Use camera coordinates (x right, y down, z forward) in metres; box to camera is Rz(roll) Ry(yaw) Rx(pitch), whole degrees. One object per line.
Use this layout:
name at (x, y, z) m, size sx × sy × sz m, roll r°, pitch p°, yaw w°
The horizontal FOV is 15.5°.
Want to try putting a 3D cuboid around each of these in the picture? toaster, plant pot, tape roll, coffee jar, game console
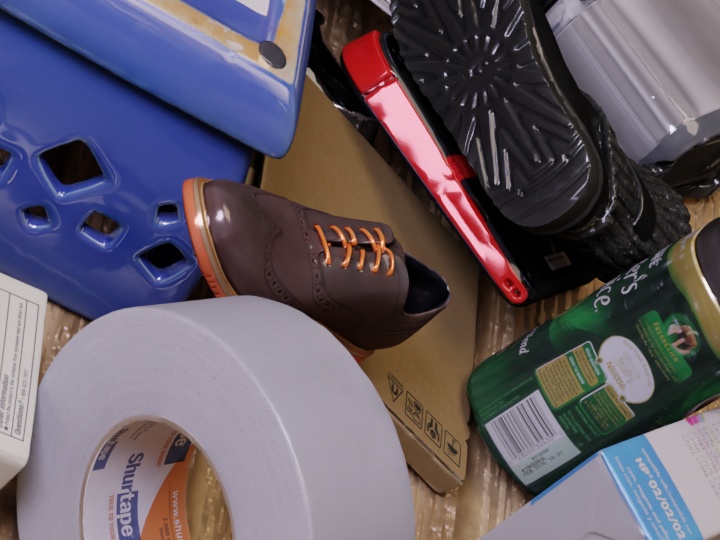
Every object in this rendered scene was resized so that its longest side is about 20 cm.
toaster at (0.181, -0.112, 1.666) m, size 0.200 × 0.114 × 0.129 m, roll -19°, pitch 68°, yaw -47°
plant pot at (-0.129, -0.119, 1.335) m, size 0.200 × 0.180 × 0.200 m, roll 29°, pitch 42°, yaw -21°
tape roll at (-0.068, 0.113, 1.183) m, size 0.066 × 0.200 × 0.201 m, roll -7°, pitch 63°, yaw -44°
coffee jar at (0.161, 0.040, 1.439) m, size 0.086 × 0.200 × 0.104 m, roll 60°, pitch 27°, yaw 4°
game console at (0.065, -0.059, 1.526) m, size 0.177 × 0.031 × 0.200 m, roll 59°, pitch 17°, yaw 5°

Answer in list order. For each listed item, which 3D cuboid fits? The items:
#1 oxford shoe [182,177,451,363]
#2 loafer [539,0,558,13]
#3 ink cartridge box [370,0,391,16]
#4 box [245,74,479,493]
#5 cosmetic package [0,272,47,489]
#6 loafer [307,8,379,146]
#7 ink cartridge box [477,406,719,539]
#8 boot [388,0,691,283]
oxford shoe at (-0.021, -0.009, 1.270) m, size 0.200 × 0.072 × 0.071 m, roll 28°, pitch 46°, yaw -62°
loafer at (0.140, -0.218, 1.641) m, size 0.068 × 0.201 × 0.071 m, roll -19°, pitch 72°, yaw -27°
ink cartridge box at (0.042, -0.201, 1.591) m, size 0.116 × 0.068 × 0.200 m, roll 36°, pitch 19°, yaw -14°
box at (0.000, 0.000, 1.426) m, size 0.200 × 0.021 × 0.164 m, roll 46°, pitch 35°, yaw -35°
cosmetic package at (-0.246, 0.028, 1.191) m, size 0.199 × 0.071 × 0.106 m, roll 26°, pitch 45°, yaw -25°
loafer at (-0.054, -0.139, 1.503) m, size 0.200 × 0.071 × 0.073 m, roll 48°, pitch 39°, yaw 0°
ink cartridge box at (0.170, 0.130, 1.450) m, size 0.200 × 0.115 × 0.068 m, roll -15°, pitch 70°, yaw -47°
boot at (0.101, -0.090, 1.492) m, size 0.158 × 0.079 × 0.212 m, roll 22°, pitch 43°, yaw -59°
